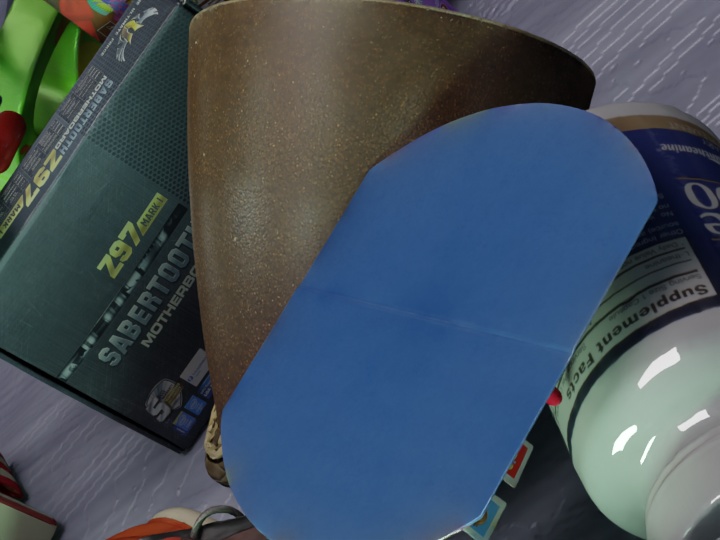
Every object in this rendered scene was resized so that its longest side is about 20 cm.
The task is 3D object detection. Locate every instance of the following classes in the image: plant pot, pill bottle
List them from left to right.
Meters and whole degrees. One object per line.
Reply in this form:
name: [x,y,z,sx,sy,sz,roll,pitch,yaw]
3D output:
plant pot: [0.000,0.000,0.921,0.187,0.187,0.200,-1,77,49]
pill bottle: [0.124,0.033,0.786,0.111,0.111,0.200,-42,38,19]

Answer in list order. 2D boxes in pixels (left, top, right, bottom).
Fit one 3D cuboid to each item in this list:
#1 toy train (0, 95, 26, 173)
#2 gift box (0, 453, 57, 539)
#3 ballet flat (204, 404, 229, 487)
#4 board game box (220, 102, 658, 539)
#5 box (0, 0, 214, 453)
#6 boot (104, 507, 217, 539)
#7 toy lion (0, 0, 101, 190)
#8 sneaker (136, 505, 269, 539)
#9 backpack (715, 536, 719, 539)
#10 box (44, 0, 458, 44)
toy train: [-0.227,-0.053,1.055,0.200,0.085,0.116,-77,14,-49]
gift box: [-0.308,0.150,1.136,0.200,0.185,0.187,17,78,47]
ballet flat: [-0.029,0.015,1.033,0.067,0.046,0.200,24,82,55]
board game box: [0.034,0.028,0.777,0.158,0.039,0.200,12,65,50]
box: [-0.100,-0.025,1.051,0.200,0.158,0.051,-55,36,1]
boot: [-0.133,0.174,1.018,0.107,0.075,0.200,-29,-4,-34]
toy lion: [-0.177,-0.079,1.174,0.069,0.200,0.192,20,75,11]
sneaker: [-0.068,0.145,0.793,0.200,0.082,0.077,-49,0,-20]
backpack: [0.154,0.150,0.652,0.200,0.127,0.167,-37,37,20]
box: [-0.064,-0.144,1.064,0.137,0.200,0.039,-31,40,31]
